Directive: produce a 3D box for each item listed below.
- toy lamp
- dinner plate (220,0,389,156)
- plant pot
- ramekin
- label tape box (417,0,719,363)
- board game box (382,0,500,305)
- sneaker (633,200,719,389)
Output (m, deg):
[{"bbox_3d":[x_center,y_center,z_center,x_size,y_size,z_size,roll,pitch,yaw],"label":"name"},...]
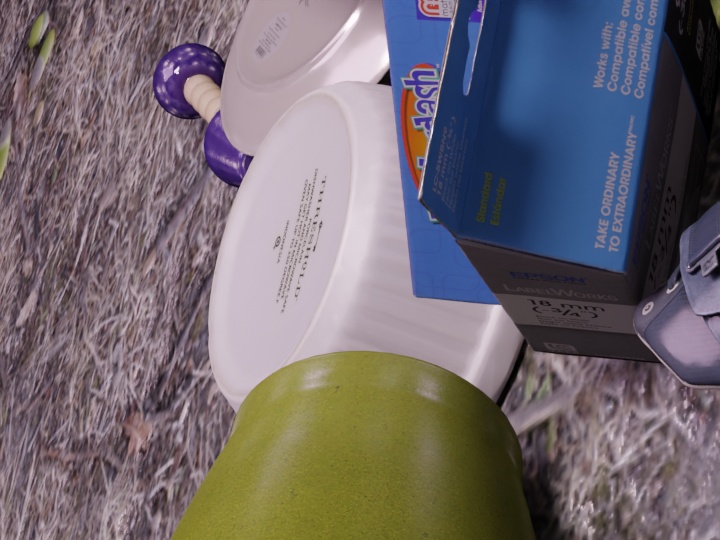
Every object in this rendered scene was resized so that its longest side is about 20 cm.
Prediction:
[{"bbox_3d":[-0.083,-0.092,1.422,0.058,0.058,0.200,-69,23,10],"label":"toy lamp"},{"bbox_3d":[-0.020,-0.155,1.304,0.200,0.024,0.200,-38,35,33],"label":"dinner plate"},{"bbox_3d":[-0.003,0.143,0.950,0.200,0.200,0.193,-51,20,41],"label":"plant pot"},{"bbox_3d":[0.000,0.000,1.126,0.202,0.094,0.203,-47,34,46],"label":"ramekin"},{"bbox_3d":[0.087,-0.058,0.871,0.200,0.063,0.145,47,-128,-68],"label":"label tape box"},{"bbox_3d":[0.058,-0.106,0.957,0.200,0.045,0.152,-66,-24,-50],"label":"board game box"},{"bbox_3d":[0.152,-0.041,0.837,0.146,0.077,0.203,-50,34,38],"label":"sneaker"}]
